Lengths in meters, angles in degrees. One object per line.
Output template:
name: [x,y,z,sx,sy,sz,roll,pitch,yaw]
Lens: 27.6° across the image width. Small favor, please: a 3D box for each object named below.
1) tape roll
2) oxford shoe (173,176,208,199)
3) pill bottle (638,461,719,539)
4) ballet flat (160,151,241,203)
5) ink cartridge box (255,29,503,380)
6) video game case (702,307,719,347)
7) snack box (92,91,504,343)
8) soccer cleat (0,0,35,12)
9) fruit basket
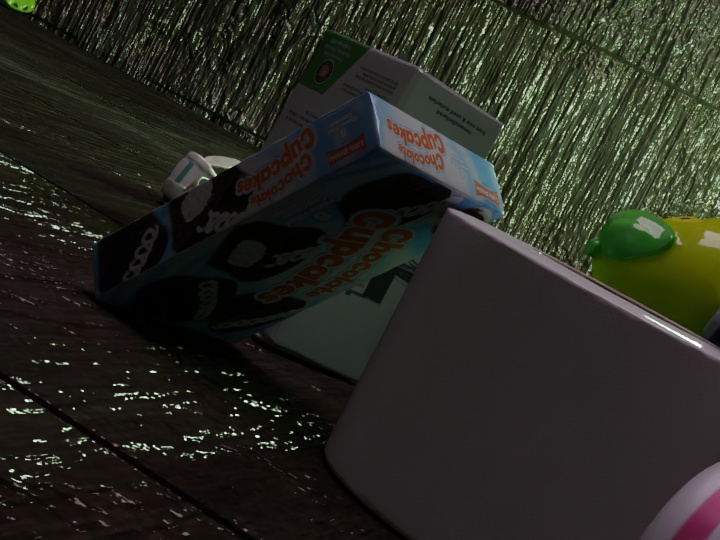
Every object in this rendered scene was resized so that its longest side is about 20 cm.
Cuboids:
tape roll: [0.100,0.075,0.728,0.201,0.140,0.203,27,4,-2]
oxford shoe: [-0.073,-0.015,1.166,0.199,0.058,0.075,32,4,19]
pill bottle: [0.184,0.159,0.491,0.199,0.114,0.113,32,7,37]
ballet flat: [-0.122,-0.073,1.433,0.069,0.070,0.200,30,5,25]
ink cartridge box: [-0.013,-0.046,0.997,0.083,0.201,0.146,28,5,-33]
video game case: [0.241,0.086,0.743,0.200,0.023,0.183,75,-11,-76]
snack box: [-0.036,-0.022,0.796,0.116,0.199,0.037,22,50,-49]
soccer cleat: [-0.840,-0.651,3.372,0.199,0.068,0.081,23,-6,-41]
fruit basket: [0.245,0.022,0.948,0.216,0.155,0.216,45,-21,22]
